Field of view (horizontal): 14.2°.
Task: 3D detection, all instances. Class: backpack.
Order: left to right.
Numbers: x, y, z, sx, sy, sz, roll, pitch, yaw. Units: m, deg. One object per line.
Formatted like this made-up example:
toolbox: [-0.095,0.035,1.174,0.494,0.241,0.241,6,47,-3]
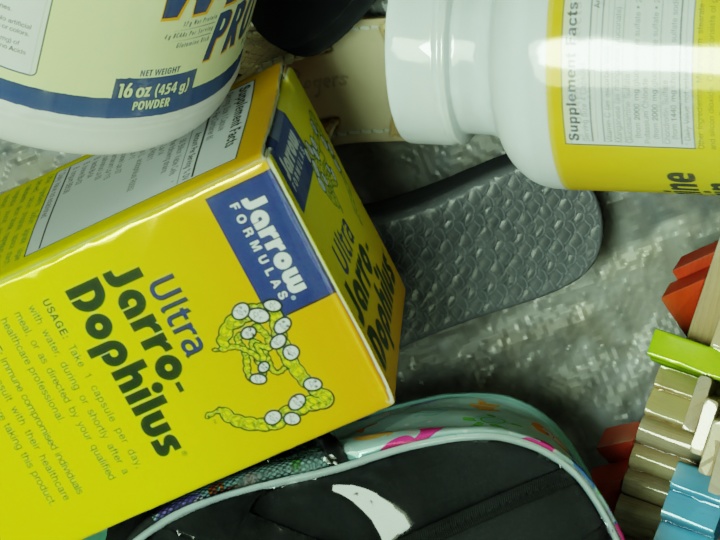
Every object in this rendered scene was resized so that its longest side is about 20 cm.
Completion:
backpack: [0.012,0.141,1.152,0.199,0.151,0.179,-18,100,4]

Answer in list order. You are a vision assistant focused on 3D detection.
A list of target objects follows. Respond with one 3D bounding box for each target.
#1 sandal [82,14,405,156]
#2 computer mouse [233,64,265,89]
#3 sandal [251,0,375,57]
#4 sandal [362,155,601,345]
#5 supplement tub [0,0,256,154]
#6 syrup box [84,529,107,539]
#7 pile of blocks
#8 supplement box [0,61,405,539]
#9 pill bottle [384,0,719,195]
sandal: [-0.039,-0.067,1.196,0.210,0.070,0.078,-8,102,23]
computer mouse: [-0.056,-0.137,1.137,0.200,0.046,0.141,-33,60,43]
sandal: [-0.006,-0.184,1.151,0.076,0.043,0.201,35,111,37]
sandal: [0.001,0.001,1.190,0.199,0.043,0.077,-12,109,-2]
supplement tub: [-0.094,-0.160,1.033,0.144,0.145,0.201,26,125,12]
syrup box: [-0.089,0.093,1.257,0.078,0.081,0.201,-11,100,24]
pile of blocks: [0.124,0.072,1.168,0.062,0.082,0.201,18,112,15]
supplement box: [-0.094,0.023,1.105,0.199,0.109,0.110,-24,109,13]
pill bottle: [0.115,-0.085,1.102,0.199,0.112,0.113,3,107,16]
